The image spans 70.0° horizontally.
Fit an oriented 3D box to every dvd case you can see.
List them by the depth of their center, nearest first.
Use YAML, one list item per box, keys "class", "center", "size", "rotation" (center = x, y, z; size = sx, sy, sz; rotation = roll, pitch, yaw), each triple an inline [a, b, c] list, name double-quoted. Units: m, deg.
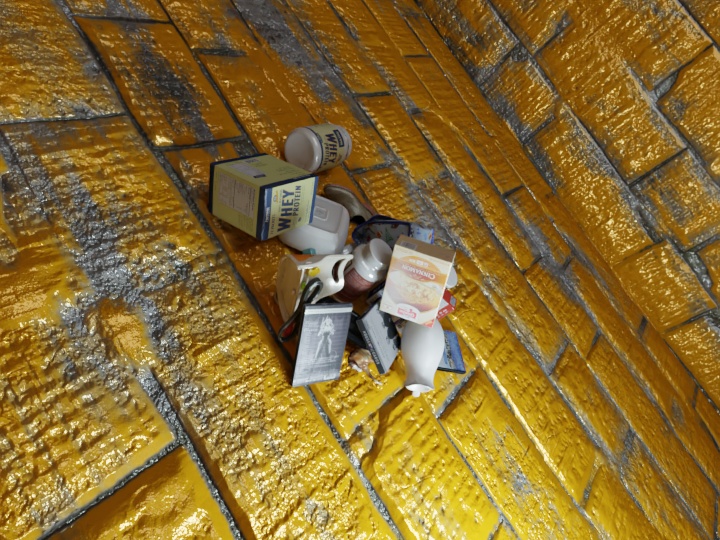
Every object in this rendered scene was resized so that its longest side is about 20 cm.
- class: "dvd case"
  center: [-0.094, 0.177, 1.246]
  size: [0.147, 0.203, 0.016]
  rotation: [1, 15, -43]
- class: "dvd case"
  center: [0.055, 0.167, 1.364]
  size: [0.152, 0.024, 0.200]
  rotation: [66, 22, -5]
- class: "dvd case"
  center: [0.247, 0.248, 1.618]
  size: [0.198, 0.018, 0.144]
  rotation: [16, 51, -36]

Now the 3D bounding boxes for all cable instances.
- class: "cable"
  center: [-0.149, 0.098, 1.225]
  size: [0.096, 0.202, 0.050]
  rotation: [-8, 37, -34]

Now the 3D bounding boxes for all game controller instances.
- class: "game controller"
  center: [-0.037, 0.139, 1.383]
  size: [0.198, 0.042, 0.104]
  rotation: [32, 23, 3]

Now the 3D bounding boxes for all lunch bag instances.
- class: "lunch bag"
  center: [0.095, -0.095, 1.514]
  size: [0.169, 0.198, 0.126]
  rotation: [4, 92, -56]

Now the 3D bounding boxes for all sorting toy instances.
- class: "sorting toy"
  center: [-0.108, 0.014, 1.271]
  size: [0.178, 0.201, 0.107]
  rotation: [-9, 50, -28]

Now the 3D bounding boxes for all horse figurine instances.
- class: "horse figurine"
  center: [0.026, 0.217, 1.406]
  size: [0.132, 0.050, 0.201]
  rotation: [35, 42, -18]

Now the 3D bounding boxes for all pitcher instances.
- class: "pitcher"
  center: [0.165, 0.239, 1.423]
  size: [0.119, 0.172, 0.203]
  rotation: [7, 66, 1]

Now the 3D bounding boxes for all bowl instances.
- class: "bowl"
  center: [-0.124, -0.141, 1.481]
  size: [0.198, 0.075, 0.201]
  rotation: [21, 47, -9]

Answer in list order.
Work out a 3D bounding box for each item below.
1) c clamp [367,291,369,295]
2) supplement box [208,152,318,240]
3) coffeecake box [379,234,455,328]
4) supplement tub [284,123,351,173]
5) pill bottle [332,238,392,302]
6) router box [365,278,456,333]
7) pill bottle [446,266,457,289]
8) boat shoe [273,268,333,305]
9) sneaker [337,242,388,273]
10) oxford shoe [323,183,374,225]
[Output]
- class: "c clamp"
  center: [0.101, 0.087, 1.597]
  size: [0.198, 0.027, 0.173]
  rotation: [-7, 65, -45]
- class: "supplement box"
  center: [-0.251, -0.198, 1.329]
  size: [0.198, 0.136, 0.199]
  rotation: [27, 32, 27]
- class: "coffeecake box"
  center: [0.147, 0.029, 1.347]
  size: [0.152, 0.202, 0.073]
  rotation: [18, 30, 11]
- class: "supplement tub"
  center: [-0.132, -0.393, 1.649]
  size: [0.146, 0.145, 0.199]
  rotation: [54, 40, 5]
- class: "pill bottle"
  center: [0.000, 0.000, 1.430]
  size: [0.111, 0.200, 0.113]
  rotation: [24, 46, -28]
- class: "router box"
  center: [0.143, 0.086, 1.474]
  size: [0.179, 0.200, 0.049]
  rotation: [42, 39, -12]
- class: "pill bottle"
  center: [0.189, 0.047, 1.538]
  size: [0.110, 0.199, 0.113]
  rotation: [22, 53, -33]
- class: "boat shoe"
  center: [-0.147, 0.038, 1.371]
  size: [0.199, 0.059, 0.072]
  rotation: [-25, 79, -49]
- class: "sneaker"
  center: [0.019, -0.023, 1.555]
  size: [0.199, 0.074, 0.116]
  rotation: [-10, 56, -48]
- class: "oxford shoe"
  center: [-0.038, -0.206, 1.658]
  size: [0.199, 0.070, 0.076]
  rotation: [31, 49, -21]
